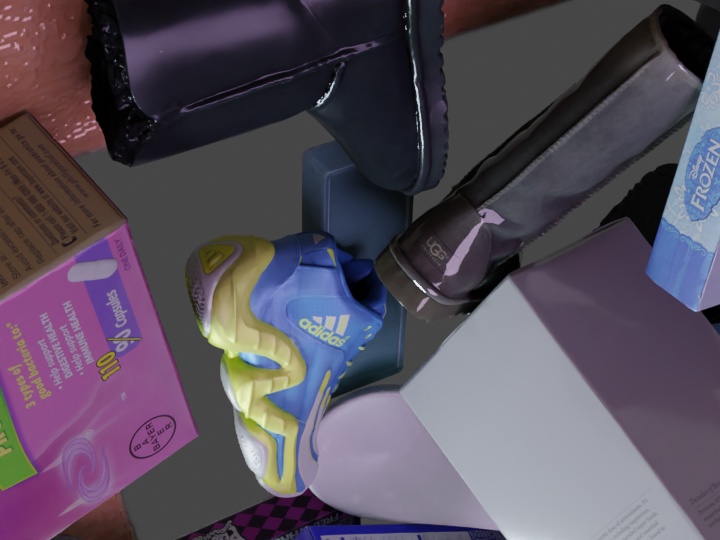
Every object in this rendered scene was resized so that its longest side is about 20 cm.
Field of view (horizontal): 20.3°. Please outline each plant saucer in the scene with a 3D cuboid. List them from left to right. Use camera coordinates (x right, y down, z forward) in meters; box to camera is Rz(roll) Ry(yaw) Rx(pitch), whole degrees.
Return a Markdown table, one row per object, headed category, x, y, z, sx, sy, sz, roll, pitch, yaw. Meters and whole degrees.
| category | x | y | z | sx | sy | sz | roll | pitch | yaw |
| --- | --- | --- | --- | --- | --- | --- | --- | --- | --- |
| plant saucer | 0.000 | 0.000 | 1.155 | 0.069 | 0.019 | 0.201 | -20 | 139 | -20 |

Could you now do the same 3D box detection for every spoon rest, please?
| category | x | y | z | sx | sy | sz | roll | pitch | yaw |
| --- | --- | --- | --- | --- | --- | --- | --- | --- | --- |
| spoon rest | 0.058 | 0.123 | 1.243 | 0.198 | 0.061 | 0.100 | 13 | 122 | -23 |

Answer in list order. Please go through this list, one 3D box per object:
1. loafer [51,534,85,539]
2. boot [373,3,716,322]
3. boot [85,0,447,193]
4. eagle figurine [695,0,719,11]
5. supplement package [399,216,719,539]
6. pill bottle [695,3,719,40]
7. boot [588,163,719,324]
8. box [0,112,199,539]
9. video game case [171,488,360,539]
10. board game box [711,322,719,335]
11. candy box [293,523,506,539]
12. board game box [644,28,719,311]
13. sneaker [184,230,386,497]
| category | x | y | z | sx | sy | sz | roll | pitch | yaw |
| --- | --- | --- | --- | --- | --- | --- | --- | --- | --- |
| loafer | -0.112 | 0.219 | 1.168 | 0.198 | 0.063 | 0.072 | 19 | 120 | 4 |
| boot | 0.109 | -0.061 | 1.072 | 0.200 | 0.073 | 0.182 | -47 | 178 | 18 |
| boot | -0.045 | -0.090 | 0.970 | 0.167 | 0.077 | 0.201 | -18 | 149 | -9 |
| eagle figurine | 0.122 | -0.188 | 0.970 | 0.199 | 0.151 | 0.152 | -25 | 153 | -30 |
| supplement package | 0.142 | 0.095 | 1.098 | 0.119 | 0.201 | 0.121 | -24 | 162 | -45 |
| pill bottle | 0.295 | -0.140 | 1.156 | 0.198 | 0.112 | 0.113 | -14 | 138 | -26 |
| boot | 0.180 | 0.043 | 1.287 | 0.200 | 0.076 | 0.168 | -46 | 138 | 3 |
| box | -0.198 | 0.057 | 0.976 | 0.199 | 0.097 | 0.177 | -33 | 143 | -17 |
| video game case | -0.091 | 0.229 | 1.309 | 0.198 | 0.036 | 0.182 | -22 | 142 | -18 |
| board game box | 0.211 | 0.124 | 1.267 | 0.199 | 0.056 | 0.197 | -7 | 132 | -46 |
| candy box | 0.009 | 0.239 | 1.292 | 0.199 | 0.077 | 0.169 | 5 | 137 | -40 |
| board game box | 0.247 | -0.093 | 1.024 | 0.199 | 0.043 | 0.201 | -16 | 131 | -39 |
| sneaker | -0.027 | 0.052 | 1.126 | 0.104 | 0.076 | 0.201 | -16 | 140 | 1 |
